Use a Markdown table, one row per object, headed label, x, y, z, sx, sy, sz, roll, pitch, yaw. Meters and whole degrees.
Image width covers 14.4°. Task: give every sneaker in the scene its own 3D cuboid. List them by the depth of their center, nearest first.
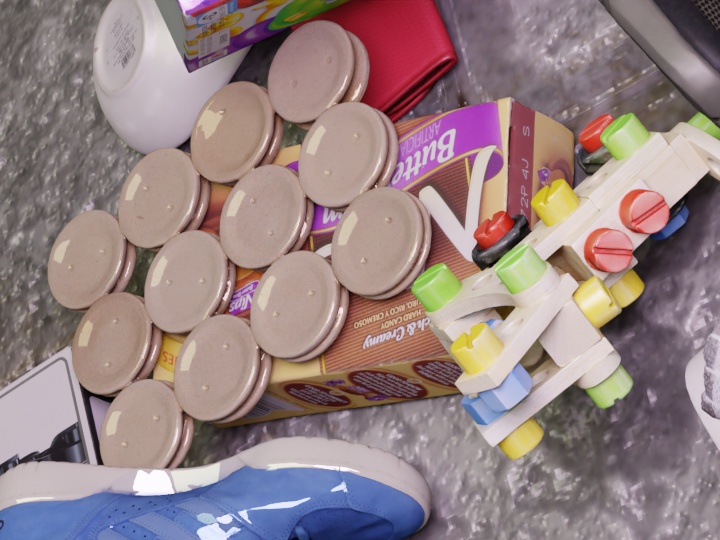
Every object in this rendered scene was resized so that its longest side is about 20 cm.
| label | x | y | z | sx | sy | sz | roll | pitch | yaw |
| --- | --- | --- | --- | --- | --- | --- | --- | --- | --- |
| sneaker | 0.154 | -0.139 | 1.179 | 0.114 | 0.076 | 0.200 | -37 | 26 | 18 |
| sneaker | -0.068 | 0.138 | 1.236 | 0.200 | 0.077 | 0.111 | -2 | 53 | 6 |

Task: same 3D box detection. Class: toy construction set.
| label | x | y | z | sx | sy | sz | roll | pitch | yaw |
| --- | --- | --- | --- | --- | --- | --- | --- | --- | --- |
| toy construction set | 0.107 | -0.007 | 1.150 | 0.200 | 0.092 | 0.131 | -28 | 11 | -13 |

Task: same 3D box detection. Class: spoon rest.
| label | x | y | z | sx | sy | sz | roll | pitch | yaw |
| --- | --- | --- | --- | --- | --- | --- | --- | --- | --- |
| spoon rest | -0.073 | -0.137 | 1.397 | 0.200 | 0.061 | 0.099 | -51 | 46 | 39 |

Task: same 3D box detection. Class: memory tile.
| label | x | y | z | sx | sy | sz | roll | pitch | yaw |
| --- | --- | --- | --- | --- | --- | --- | --- | --- | --- |
| memory tile | -0.058 | -0.008 | 1.295 | 0.200 | 0.017 | 0.153 | -39 | 53 | 23 |

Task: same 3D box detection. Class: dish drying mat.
| label | x | y | z | sx | sy | sz | roll | pitch | yaw |
| --- | --- | --- | --- | --- | --- | --- | --- | --- | --- |
| dish drying mat | -0.011 | -0.155 | 1.386 | 0.077 | 0.018 | 0.200 | -39 | 54 | 25 |

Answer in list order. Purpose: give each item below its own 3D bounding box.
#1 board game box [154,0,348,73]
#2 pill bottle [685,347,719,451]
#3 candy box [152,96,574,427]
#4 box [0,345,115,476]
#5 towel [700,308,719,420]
| label | x | y | z | sx | sy | sz | roll | pitch | yaw |
| --- | --- | --- | --- | --- | --- | --- | --- | --- | --- |
| board game box | -0.007 | -0.183 | 1.259 | 0.200 | 0.105 | 0.103 | -25 | 83 | -6 |
| pill bottle | 0.225 | 0.009 | 1.067 | 0.200 | 0.114 | 0.114 | -41 | 52 | 20 |
| candy box | 0.000 | 0.000 | 1.292 | 0.200 | 0.056 | 0.117 | -10 | 67 | 37 |
| box | -0.141 | 0.152 | 1.344 | 0.117 | 0.060 | 0.200 | -31 | 56 | 26 |
| towel | 0.219 | -0.016 | 0.954 | 0.165 | 0.086 | 0.200 | 19 | 89 | 35 |
